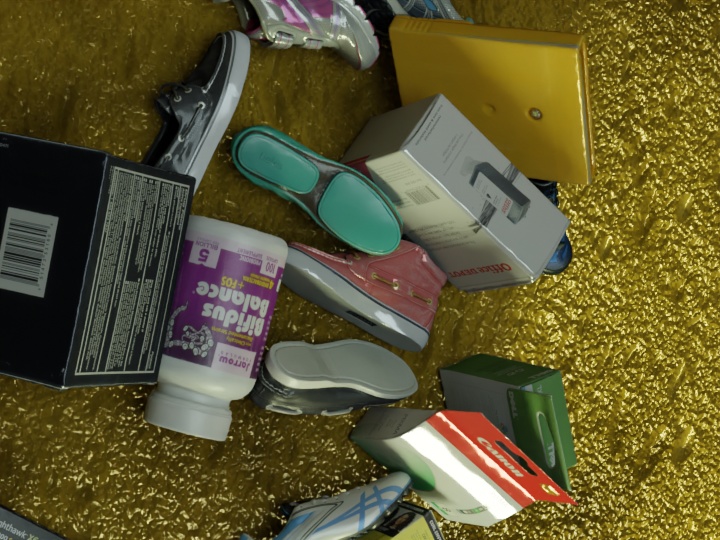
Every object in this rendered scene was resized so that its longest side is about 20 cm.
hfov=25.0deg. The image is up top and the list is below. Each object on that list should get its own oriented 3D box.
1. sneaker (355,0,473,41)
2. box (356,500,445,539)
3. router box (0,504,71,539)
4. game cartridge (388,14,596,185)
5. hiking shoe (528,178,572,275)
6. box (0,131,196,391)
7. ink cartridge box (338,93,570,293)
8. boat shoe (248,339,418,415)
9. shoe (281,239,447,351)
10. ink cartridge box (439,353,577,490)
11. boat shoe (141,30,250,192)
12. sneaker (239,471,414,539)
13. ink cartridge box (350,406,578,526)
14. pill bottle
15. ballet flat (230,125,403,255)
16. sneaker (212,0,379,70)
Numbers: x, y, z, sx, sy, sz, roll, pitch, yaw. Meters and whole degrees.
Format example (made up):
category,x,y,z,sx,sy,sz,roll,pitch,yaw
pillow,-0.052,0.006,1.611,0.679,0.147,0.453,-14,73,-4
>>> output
category,x,y,z,sx,sy,sz,roll,pitch,yaw
sneaker,0.042,-0.277,1.667,0.200,0.077,0.087,40,62,-32
box,-0.010,0.314,1.675,0.199,0.075,0.050,-32,106,-22
router box,-0.309,0.325,1.522,0.199,0.052,0.158,33,78,-27
game cartridge,0.134,-0.171,1.627,0.177,0.198,0.033,78,32,-43
hiking shoe,0.179,-0.078,1.739,0.074,0.086,0.201,-38,110,-21
box,-0.251,-0.005,1.433,0.198,0.122,0.202,11,90,-73
ink cartridge box,0.093,-0.074,1.648,0.200,0.145,0.085,44,66,-19
boat shoe,-0.027,0.116,1.656,0.199,0.074,0.060,3,134,-44
shoe,0.000,0.000,1.662,0.199,0.071,0.092,31,70,-26
ink cartridge box,0.168,0.154,1.686,0.059,0.199,0.105,-18,103,-29
boat shoe,-0.171,-0.145,1.557,0.066,0.070,0.202,25,90,-29
sneaker,-0.034,0.253,1.656,0.199,0.072,0.073,-28,80,-19
ink cartridge box,0.103,0.203,1.655,0.161,0.199,0.050,43,69,-24
pill bottle,-0.144,0.056,1.558,0.111,0.112,0.202,15,86,-29
ballet flat,-0.042,-0.087,1.621,0.199,0.070,0.068,31,100,-15
sneaker,-0.071,-0.252,1.599,0.199,0.081,0.089,35,82,-20
